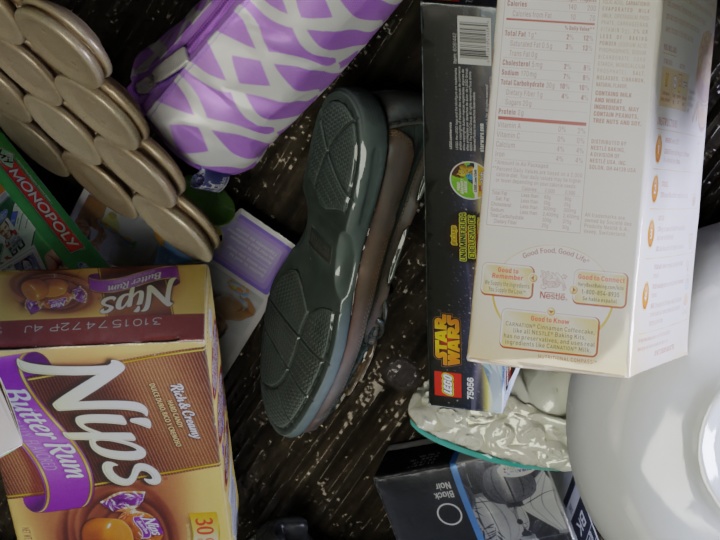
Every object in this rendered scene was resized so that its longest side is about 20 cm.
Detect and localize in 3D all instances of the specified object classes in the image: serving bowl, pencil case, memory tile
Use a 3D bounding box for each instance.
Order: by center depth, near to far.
[{"bbox_3d":[-0.033,-0.132,1.090,0.085,0.084,0.200,15,131,-39],"label":"pencil case"},{"bbox_3d":[0.197,0.077,1.099,0.199,0.066,0.202,0,99,3],"label":"serving bowl"},{"bbox_3d":[-0.147,-0.086,1.106,0.153,0.017,0.200,30,162,31],"label":"memory tile"}]

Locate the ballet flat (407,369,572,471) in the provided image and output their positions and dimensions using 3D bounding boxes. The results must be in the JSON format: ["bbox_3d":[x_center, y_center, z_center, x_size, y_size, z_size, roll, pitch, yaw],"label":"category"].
[{"bbox_3d":[0.126,0.070,1.166,0.199,0.072,0.072,14,122,0],"label":"ballet flat"}]

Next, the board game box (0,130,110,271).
[{"bbox_3d":[-0.227,0.017,1.243,0.135,0.029,0.200,51,125,11],"label":"board game box"}]

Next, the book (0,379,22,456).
[{"bbox_3d":[-0.228,0.046,1.152,0.134,0.048,0.200,63,157,0],"label":"book"}]

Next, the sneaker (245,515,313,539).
[{"bbox_3d":[0.003,0.207,1.254,0.200,0.066,0.091,41,131,12],"label":"sneaker"}]

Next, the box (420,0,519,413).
[{"bbox_3d":[0.062,-0.055,1.072,0.040,0.137,0.201,6,119,14],"label":"box"}]

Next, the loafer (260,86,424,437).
[{"bbox_3d":[0.000,0.000,1.167,0.063,0.072,0.201,-5,128,-28],"label":"loafer"}]

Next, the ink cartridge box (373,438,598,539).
[{"bbox_3d":[0.087,0.178,1.252,0.099,0.039,0.201,-13,114,23],"label":"ink cartridge box"}]

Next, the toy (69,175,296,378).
[{"bbox_3d":[-0.126,0.034,1.235,0.115,0.047,0.200,33,122,0],"label":"toy"}]

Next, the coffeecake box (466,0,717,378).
[{"bbox_3d":[0.104,-0.062,1.003,0.073,0.153,0.201,6,93,17],"label":"coffeecake box"}]

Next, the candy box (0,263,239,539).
[{"bbox_3d":[-0.127,0.083,1.198,0.116,0.057,0.201,-2,139,0],"label":"candy box"}]
